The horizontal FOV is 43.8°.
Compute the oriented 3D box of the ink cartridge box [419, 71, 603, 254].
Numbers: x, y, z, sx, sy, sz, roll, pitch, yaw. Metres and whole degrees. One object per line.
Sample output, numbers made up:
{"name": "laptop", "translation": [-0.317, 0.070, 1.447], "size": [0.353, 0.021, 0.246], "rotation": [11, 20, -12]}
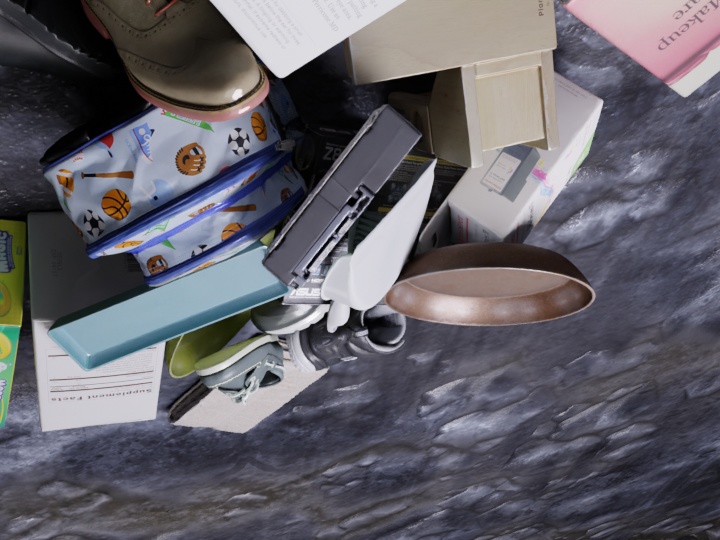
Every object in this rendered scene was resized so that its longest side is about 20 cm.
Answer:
{"name": "ink cartridge box", "translation": [0.140, -0.074, 0.841], "size": [0.201, 0.067, 0.117], "rotation": [-53, 164, -9]}

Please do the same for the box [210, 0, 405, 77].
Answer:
{"name": "box", "translation": [-0.011, -0.246, 0.536], "size": [0.198, 0.154, 0.106], "rotation": [-29, 147, 14]}

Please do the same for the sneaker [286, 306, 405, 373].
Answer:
{"name": "sneaker", "translation": [0.009, 0.062, 1.001], "size": [0.112, 0.077, 0.199], "rotation": [-14, -177, 28]}

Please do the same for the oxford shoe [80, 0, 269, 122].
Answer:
{"name": "oxford shoe", "translation": [-0.130, -0.164, 0.558], "size": [0.070, 0.200, 0.075], "rotation": [-38, 148, -19]}

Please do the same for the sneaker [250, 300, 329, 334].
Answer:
{"name": "sneaker", "translation": [-0.043, -0.019, 0.928], "size": [0.199, 0.075, 0.085], "rotation": [-40, 136, -3]}

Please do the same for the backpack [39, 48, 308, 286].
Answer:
{"name": "backpack", "translation": [-0.137, -0.076, 0.672], "size": [0.198, 0.156, 0.190], "rotation": [-31, -178, 17]}

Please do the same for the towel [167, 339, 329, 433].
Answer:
{"name": "towel", "translation": [-0.144, 0.156, 1.169], "size": [0.131, 0.035, 0.199], "rotation": [19, 131, -44]}

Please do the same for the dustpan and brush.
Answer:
{"name": "dustpan and brush", "translation": [0.000, 0.000, 0.784], "size": [0.140, 0.057, 0.202], "rotation": [-48, 157, -37]}

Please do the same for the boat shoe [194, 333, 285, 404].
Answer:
{"name": "boat shoe", "translation": [-0.117, 0.105, 0.940], "size": [0.072, 0.063, 0.200], "rotation": [-19, 179, 7]}

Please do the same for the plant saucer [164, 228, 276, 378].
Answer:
{"name": "plant saucer", "translation": [-0.131, 0.020, 0.897], "size": [0.201, 0.031, 0.200], "rotation": [-50, 172, -10]}

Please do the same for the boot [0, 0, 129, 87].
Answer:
{"name": "boot", "translation": [-0.278, -0.143, 0.621], "size": [0.197, 0.074, 0.162], "rotation": [24, 126, -38]}

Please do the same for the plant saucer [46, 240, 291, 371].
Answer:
{"name": "plant saucer", "translation": [-0.160, 0.029, 0.760], "size": [0.197, 0.019, 0.070], "rotation": [-22, 142, 2]}

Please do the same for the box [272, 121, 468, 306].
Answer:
{"name": "box", "translation": [0.015, -0.047, 0.867], "size": [0.197, 0.049, 0.164], "rotation": [2, 113, -36]}

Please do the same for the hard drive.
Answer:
{"name": "hard drive", "translation": [-0.018, -0.057, 0.692], "size": [0.140, 0.038, 0.200], "rotation": [-52, -174, 3]}

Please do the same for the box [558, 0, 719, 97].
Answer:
{"name": "box", "translation": [0.238, -0.247, 0.708], "size": [0.198, 0.110, 0.128], "rotation": [16, 133, -42]}

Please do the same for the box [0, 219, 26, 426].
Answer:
{"name": "box", "translation": [-0.337, 0.043, 0.821], "size": [0.048, 0.119, 0.201], "rotation": [4, 142, -22]}

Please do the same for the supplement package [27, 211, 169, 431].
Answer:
{"name": "supplement package", "translation": [-0.256, 0.051, 0.871], "size": [0.118, 0.123, 0.201], "rotation": [-3, 145, -20]}

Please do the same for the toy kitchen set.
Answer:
{"name": "toy kitchen set", "translation": [0.041, -0.192, 0.721], "size": [0.160, 0.180, 0.204], "rotation": [-13, 108, -15]}

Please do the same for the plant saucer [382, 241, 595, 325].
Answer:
{"name": "plant saucer", "translation": [0.119, 0.013, 0.843], "size": [0.196, 0.035, 0.201], "rotation": [3, 163, 1]}
